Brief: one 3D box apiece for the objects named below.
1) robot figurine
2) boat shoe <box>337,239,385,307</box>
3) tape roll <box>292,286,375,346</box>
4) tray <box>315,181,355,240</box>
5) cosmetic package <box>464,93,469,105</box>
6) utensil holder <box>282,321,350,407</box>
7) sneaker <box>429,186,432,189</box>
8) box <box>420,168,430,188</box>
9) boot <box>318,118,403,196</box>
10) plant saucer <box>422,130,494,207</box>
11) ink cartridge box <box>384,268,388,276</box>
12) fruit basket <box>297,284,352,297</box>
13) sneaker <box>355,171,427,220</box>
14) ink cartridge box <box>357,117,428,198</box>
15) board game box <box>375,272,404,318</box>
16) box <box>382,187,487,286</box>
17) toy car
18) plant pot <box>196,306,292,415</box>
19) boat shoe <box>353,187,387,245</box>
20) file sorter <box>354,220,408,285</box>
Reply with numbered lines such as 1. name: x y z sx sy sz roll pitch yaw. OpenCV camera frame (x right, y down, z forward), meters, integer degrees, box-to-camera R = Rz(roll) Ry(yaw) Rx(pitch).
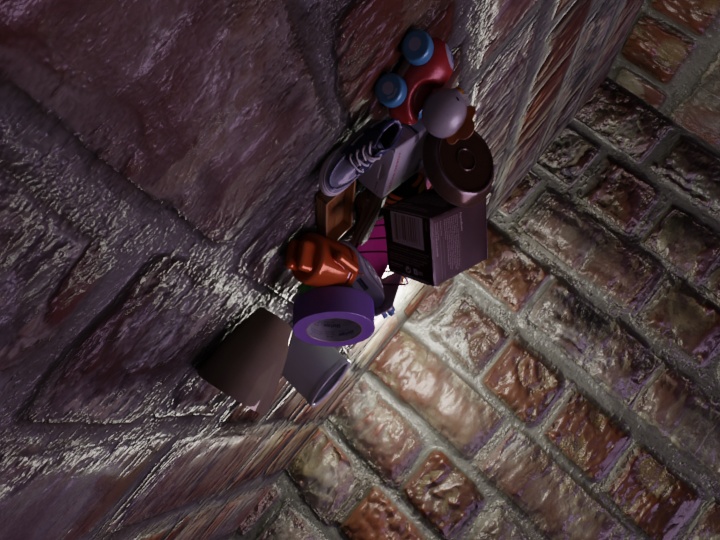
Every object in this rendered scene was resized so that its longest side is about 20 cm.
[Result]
1. robot figurine: -0.081 -0.016 1.281 0.143 0.119 0.198 -39 146 26
2. boat shoe: 0.000 0.000 1.413 0.071 0.201 0.066 -34 -163 21
3. tape roll: -0.063 0.113 1.324 0.202 0.194 0.067 102 -11 -59
4. tray: -0.059 -0.135 1.292 0.099 0.037 0.201 -44 162 -23
5. cosmetic package: 0.226 -0.317 1.365 0.102 0.205 0.073 -8 -169 36
6. utensil holder: -0.152 0.262 1.621 0.170 0.199 0.171 -44 164 -16
7. sneaker: 0.195 -0.211 1.568 0.077 0.205 0.096 -13 166 1
8. box: 0.192 -0.313 1.487 0.200 0.099 0.096 -47 164 -18
9. boot: 0.000 -0.231 1.111 0.201 0.073 0.090 -53 -151 -18
10. plant saucer: 0.230 -0.246 1.259 0.200 0.202 0.034 -42 -173 -27
11. ink cartridge box: 0.015 -0.002 1.718 0.199 0.084 0.146 -34 158 -46
12. fruit basket: -0.074 0.070 1.499 0.214 0.153 0.221 -32 130 -49
13. sneaker: 0.072 -0.196 1.416 0.196 0.071 0.091 -19 131 7
14. ink cartridge box: 0.093 -0.282 1.293 0.199 0.084 0.148 -39 158 -36
15. board game box: 0.025 0.092 1.512 0.197 0.026 0.201 -26 -159 27
16. box: 0.182 -0.088 1.338 0.197 0.164 0.168 -23 117 -33
17. toy car: 0.162 -0.349 1.128 0.179 0.199 0.184 -54 164 16
18. plant pot: -0.245 0.197 1.293 0.203 0.184 0.188 -59 167 -13
19. boat shoe: 0.016 -0.149 1.321 0.072 0.067 0.203 113 2 -57
20. file sorter: 0.091 -0.075 1.489 0.140 0.123 0.202 55 49 -37
